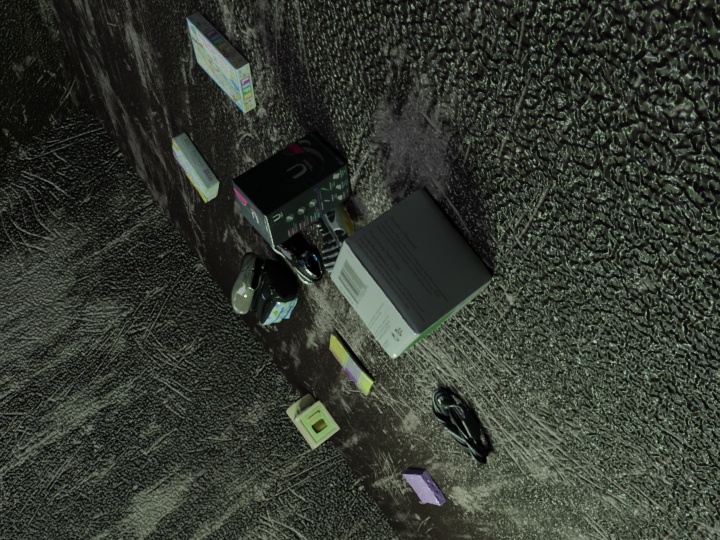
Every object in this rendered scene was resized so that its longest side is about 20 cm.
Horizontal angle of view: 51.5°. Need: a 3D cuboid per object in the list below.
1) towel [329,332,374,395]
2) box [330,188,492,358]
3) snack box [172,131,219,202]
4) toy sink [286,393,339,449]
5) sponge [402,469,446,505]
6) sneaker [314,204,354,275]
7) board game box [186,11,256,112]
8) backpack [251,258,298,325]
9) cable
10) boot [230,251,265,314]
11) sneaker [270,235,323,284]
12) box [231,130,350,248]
[{"bbox_3d":[-0.030,0.280,2.259,0.200,0.023,0.144,50,160,15],"label":"towel"},{"bbox_3d":[0.079,0.011,1.282,0.200,0.171,0.199,52,162,9],"label":"box"},{"bbox_3d":[-0.537,-0.334,2.432,0.201,0.053,0.142,55,160,3],"label":"snack box"},{"bbox_3d":[-0.198,0.616,3.087,0.201,0.130,0.112,54,162,8],"label":"toy sink"},{"bbox_3d":[0.199,0.682,2.358,0.112,0.030,0.200,54,161,4],"label":"sponge"},{"bbox_3d":[-0.038,-0.067,1.558,0.090,0.078,0.202,4,-111,-63],"label":"sneaker"},{"bbox_3d":[-0.309,-0.463,1.665,0.200,0.034,0.135,48,160,22],"label":"board game box"},{"bbox_3d":[-0.271,0.083,2.330,0.164,0.153,0.200,56,128,28],"label":"backpack"},{"bbox_3d":[0.225,0.367,1.719,0.201,0.051,0.163,60,161,-16],"label":"cable"},{"bbox_3d":[-0.338,0.043,2.243,0.131,0.067,0.202,-156,77,-68],"label":"boot"},{"bbox_3d":[-0.164,-0.055,1.957,0.200,0.073,0.112,50,159,-9],"label":"sneaker"},{"bbox_3d":[-0.133,-0.162,1.473,0.122,0.199,0.106,44,159,28],"label":"box"}]
